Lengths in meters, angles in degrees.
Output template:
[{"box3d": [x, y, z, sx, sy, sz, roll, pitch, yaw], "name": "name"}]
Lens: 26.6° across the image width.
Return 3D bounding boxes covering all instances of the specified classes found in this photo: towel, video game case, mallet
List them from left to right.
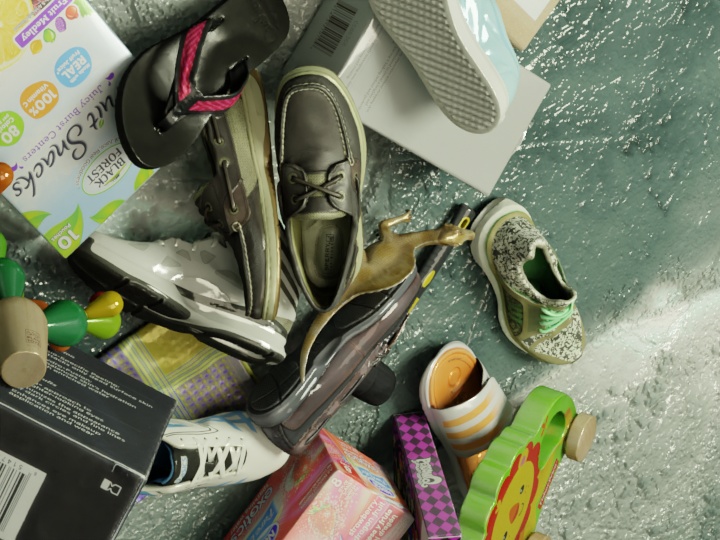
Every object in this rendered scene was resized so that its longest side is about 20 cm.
[{"box3d": [-0.180, 0.121, 1.286, 0.199, 0.023, 0.145, -34, 126, -14], "name": "towel"}, {"box3d": [0.049, 0.033, 1.379, 0.201, 0.041, 0.066, -51, 128, -6], "name": "mallet"}, {"box3d": [0.060, 0.259, 1.389, 0.035, 0.201, 0.184, -4, 117, -6], "name": "video game case"}]

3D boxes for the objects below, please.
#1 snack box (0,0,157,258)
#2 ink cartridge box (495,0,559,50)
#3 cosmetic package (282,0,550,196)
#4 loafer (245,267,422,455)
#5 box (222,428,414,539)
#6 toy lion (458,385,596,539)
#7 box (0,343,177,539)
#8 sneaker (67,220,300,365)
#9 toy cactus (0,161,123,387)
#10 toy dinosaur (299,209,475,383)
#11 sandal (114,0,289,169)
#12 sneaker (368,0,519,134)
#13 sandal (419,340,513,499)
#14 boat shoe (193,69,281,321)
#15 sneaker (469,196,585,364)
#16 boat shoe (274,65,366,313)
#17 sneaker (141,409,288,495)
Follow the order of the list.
[{"box3d": [-0.234, -0.128, 1.117, 0.142, 0.053, 0.200, -43, 128, -6], "name": "snack box"}, {"box3d": [0.124, -0.310, 1.239, 0.164, 0.075, 0.201, 33, 93, -39], "name": "ink cartridge box"}, {"box3d": [0.050, -0.157, 1.262, 0.199, 0.081, 0.114, 28, 97, -38], "name": "cosmetic package"}, {"box3d": [-0.015, 0.074, 1.317, 0.200, 0.072, 0.063, -45, 122, -19], "name": "loafer"}, {"box3d": [-0.056, 0.254, 1.354, 0.094, 0.103, 0.201, 34, 98, -24], "name": "box"}, {"box3d": [0.145, 0.199, 1.420, 0.202, 0.068, 0.192, -66, 155, -13], "name": "toy lion"}, {"box3d": [-0.250, 0.122, 1.088, 0.195, 0.200, 0.118, 28, 99, -5], "name": "box"}, {"box3d": [-0.135, -0.012, 1.237, 0.199, 0.075, 0.117, 27, 68, -23], "name": "sneaker"}, {"box3d": [-0.240, 0.016, 1.071, 0.102, 0.166, 0.200, -42, 128, 10], "name": "toy cactus"}, {"box3d": [0.000, 0.000, 1.289, 0.199, 0.101, 0.059, -37, 125, -13], "name": "toy dinosaur"}, {"box3d": [-0.112, -0.154, 1.138, 0.200, 0.045, 0.076, -51, 121, -32], "name": "sandal"}, {"box3d": [0.062, -0.207, 1.169, 0.201, 0.073, 0.082, 62, 38, -25], "name": "sneaker"}, {"box3d": [0.118, 0.152, 1.450, 0.079, 0.059, 0.208, -47, 133, -28], "name": "sandal"}, {"box3d": [-0.099, -0.058, 1.193, 0.064, 0.073, 0.203, -5, 78, -10], "name": "boat shoe"}, {"box3d": [0.169, 0.027, 1.414, 0.077, 0.088, 0.201, -41, 127, -8], "name": "sneaker"}, {"box3d": [-0.029, -0.058, 1.190, 0.071, 0.066, 0.203, -3, 124, 3], "name": "boat shoe"}, {"box3d": [-0.141, 0.157, 1.269, 0.198, 0.072, 0.073, 3, 109, -33], "name": "sneaker"}]
